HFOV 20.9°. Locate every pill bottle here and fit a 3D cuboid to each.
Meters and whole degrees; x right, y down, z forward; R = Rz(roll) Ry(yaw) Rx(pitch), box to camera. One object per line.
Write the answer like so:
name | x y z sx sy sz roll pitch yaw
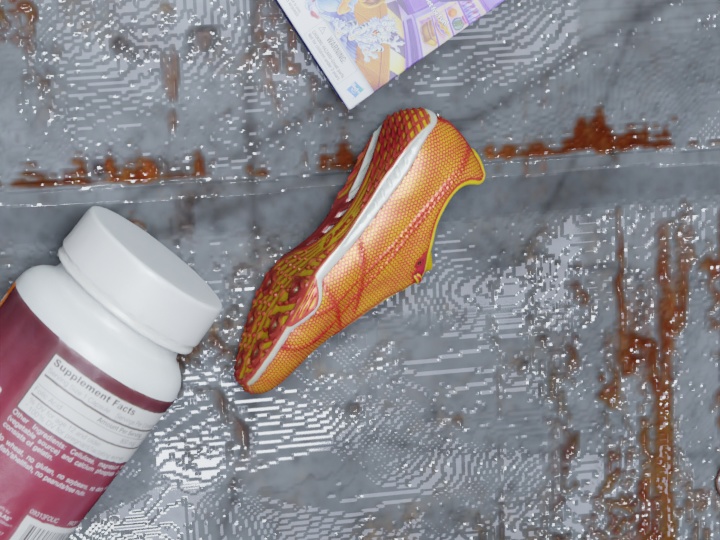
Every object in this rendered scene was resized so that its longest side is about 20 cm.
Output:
pill bottle | -0.175 0.071 1.117 0.114 0.114 0.201 36 96 -16

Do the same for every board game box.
board game box | -0.009 -0.214 1.107 0.134 0.045 0.201 -35 107 1

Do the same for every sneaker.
sneaker | 0.000 0.000 1.153 0.077 0.073 0.200 37 99 -26

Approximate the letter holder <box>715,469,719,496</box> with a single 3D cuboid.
letter holder | 0.342 0.121 1.225 0.200 0.101 0.142 -43 105 3
